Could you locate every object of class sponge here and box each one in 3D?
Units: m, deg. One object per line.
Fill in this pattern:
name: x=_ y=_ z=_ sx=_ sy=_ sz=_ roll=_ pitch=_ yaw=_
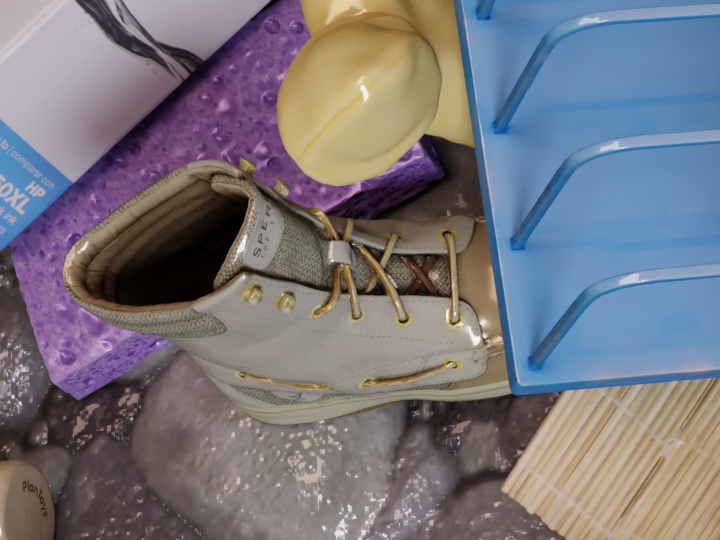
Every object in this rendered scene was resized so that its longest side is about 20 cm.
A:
sponge: x=-0.065 y=-0.040 z=1.294 sx=0.199 sy=0.030 sz=0.112 roll=-31 pitch=57 yaw=15

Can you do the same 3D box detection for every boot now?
boot: x=0.000 y=0.000 z=1.163 sx=0.199 sy=0.155 sz=0.072 roll=-15 pitch=64 yaw=24

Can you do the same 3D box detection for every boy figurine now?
boy figurine: x=0.017 y=-0.089 z=1.177 sx=0.064 sy=0.124 sz=0.200 roll=-42 pitch=12 yaw=25

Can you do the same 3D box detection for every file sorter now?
file sorter: x=0.120 y=-0.073 z=1.075 sx=0.138 sy=0.123 sz=0.201 roll=-4 pitch=73 yaw=-12

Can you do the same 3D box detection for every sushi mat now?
sushi mat: x=0.145 y=0.029 z=1.145 sx=0.095 sy=0.012 sz=0.201 roll=33 pitch=88 yaw=20

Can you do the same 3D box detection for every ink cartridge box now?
ink cartridge box: x=-0.135 y=-0.131 z=1.318 sx=0.200 sy=0.084 sz=0.145 roll=-42 pitch=42 yaw=5

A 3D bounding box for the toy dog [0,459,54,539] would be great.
toy dog: x=-0.193 y=0.157 z=1.242 sx=0.131 sy=0.096 sz=0.201 roll=-26 pitch=59 yaw=18
